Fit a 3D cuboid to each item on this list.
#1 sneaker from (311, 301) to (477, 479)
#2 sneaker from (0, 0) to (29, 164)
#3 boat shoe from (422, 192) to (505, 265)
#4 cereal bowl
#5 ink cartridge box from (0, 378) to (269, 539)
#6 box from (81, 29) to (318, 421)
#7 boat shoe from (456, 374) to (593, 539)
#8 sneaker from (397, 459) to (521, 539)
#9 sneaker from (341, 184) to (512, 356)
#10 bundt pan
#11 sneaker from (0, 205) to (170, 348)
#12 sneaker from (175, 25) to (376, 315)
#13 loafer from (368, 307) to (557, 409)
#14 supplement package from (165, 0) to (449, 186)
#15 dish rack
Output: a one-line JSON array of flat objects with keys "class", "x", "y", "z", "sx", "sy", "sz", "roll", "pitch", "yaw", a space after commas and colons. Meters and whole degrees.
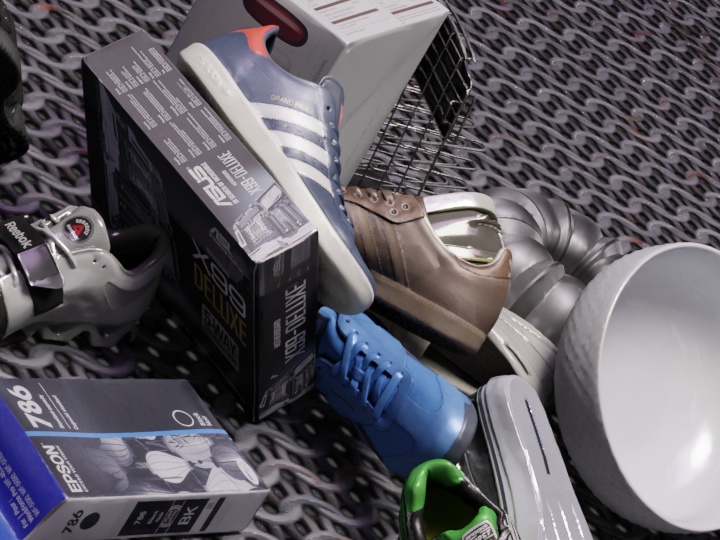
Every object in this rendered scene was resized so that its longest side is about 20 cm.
[{"class": "sneaker", "x": 0.004, "y": 0.069, "z": 1.642, "sx": 0.078, "sy": 0.066, "sz": 0.200, "roll": 36, "pitch": 3, "yaw": -29}, {"class": "sneaker", "x": -0.248, "y": -0.139, "z": 1.685, "sx": 0.060, "sy": 0.200, "sz": 0.105, "roll": -12, "pitch": 68, "yaw": -6}, {"class": "boat shoe", "x": 0.000, "y": -0.002, "z": 1.745, "sx": 0.201, "sy": 0.072, "sz": 0.061, "roll": -11, "pitch": 62, "yaw": -10}, {"class": "cereal bowl", "x": 0.202, "y": 0.083, "z": 1.805, "sx": 0.199, "sy": 0.083, "sz": 0.201, "roll": 7, "pitch": 79, "yaw": -41}, {"class": "ink cartridge box", "x": -0.152, "y": 0.106, "z": 1.482, "sx": 0.199, "sy": 0.039, "sz": 0.100, "roll": 0, "pitch": 41, "yaw": -47}, {"class": "box", "x": -0.100, "y": -0.028, "z": 1.638, "sx": 0.050, "sy": 0.158, "sz": 0.200, "roll": -28, "pitch": 58, "yaw": -22}, {"class": "boat shoe", "x": 0.097, "y": 0.165, "z": 1.628, "sx": 0.072, "sy": 0.071, "sz": 0.201, "roll": 25, "pitch": 44, "yaw": -45}, {"class": "sneaker", "x": 0.074, "y": 0.191, "z": 1.512, "sx": 0.078, "sy": 0.085, "sz": 0.200, "roll": -28, "pitch": 49, "yaw": -15}, {"class": "sneaker", "x": 0.004, "y": -0.023, "z": 1.682, "sx": 0.199, "sy": 0.076, "sz": 0.070, "roll": 31, "pitch": -11, "yaw": 2}, {"class": "bundt pan", "x": 0.143, "y": 0.014, "z": 1.917, "sx": 0.201, "sy": 0.076, "sz": 0.202, "roll": 30, "pitch": 26, "yaw": -16}, {"class": "sneaker", "x": -0.197, "y": -0.004, "z": 1.569, "sx": 0.199, "sy": 0.089, "sz": 0.074, "roll": -4, "pitch": 45, "yaw": -49}, {"class": "sneaker", "x": -0.032, "y": -0.069, "z": 1.623, "sx": 0.084, "sy": 0.075, "sz": 0.200, "roll": -27, "pitch": 77, "yaw": -24}, {"class": "loafer", "x": 0.048, "y": 0.033, "z": 1.798, "sx": 0.199, "sy": 0.070, "sz": 0.070, "roll": 30, "pitch": 27, "yaw": 3}, {"class": "supplement package", "x": -0.060, "y": -0.117, "z": 1.786, "sx": 0.111, "sy": 0.200, "sz": 0.156, "roll": 38, "pitch": 27, "yaw": 15}, {"class": "dish rack", "x": 0.039, "y": -0.091, "z": 1.863, "sx": 0.054, "sy": 0.201, "sz": 0.154, "roll": 9, "pitch": 34, "yaw": -26}]
